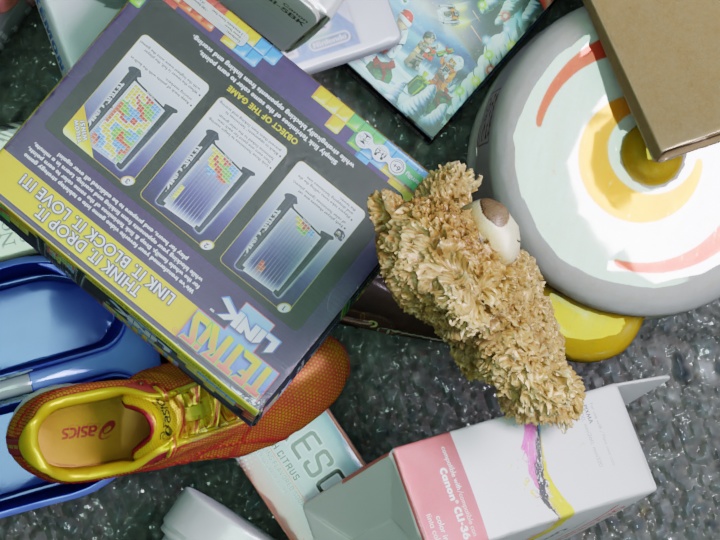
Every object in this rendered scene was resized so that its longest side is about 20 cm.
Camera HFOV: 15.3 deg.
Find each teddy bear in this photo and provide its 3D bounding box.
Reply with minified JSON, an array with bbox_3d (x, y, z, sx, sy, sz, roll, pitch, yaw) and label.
[{"bbox_3d":[0.073,0.013,1.406,0.066,0.200,0.146,-21,44,16],"label":"teddy bear"}]

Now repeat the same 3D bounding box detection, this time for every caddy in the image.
[{"bbox_3d":[-0.212,0.071,1.548,0.199,0.105,0.142,-16,90,-3],"label":"caddy"}]

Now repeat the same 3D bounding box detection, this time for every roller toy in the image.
[{"bbox_3d":[0.154,-0.062,1.544,0.199,0.140,0.183,-30,90,-5],"label":"roller toy"}]

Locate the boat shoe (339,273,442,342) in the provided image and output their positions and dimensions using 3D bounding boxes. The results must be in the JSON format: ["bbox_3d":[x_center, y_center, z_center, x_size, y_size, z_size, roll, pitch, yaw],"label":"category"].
[{"bbox_3d":[0.000,0.000,1.563,0.199,0.071,0.070,23,131,-26],"label":"boat shoe"}]

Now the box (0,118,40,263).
[{"bbox_3d":[-0.141,-0.060,1.573,0.199,0.068,0.083,-16,89,-3],"label":"box"}]

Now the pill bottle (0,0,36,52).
[{"bbox_3d":[-0.276,-0.127,1.550,0.110,0.111,0.200,36,88,0],"label":"pill bottle"}]

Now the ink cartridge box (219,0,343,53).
[{"bbox_3d":[-0.034,-0.247,1.509,0.147,0.083,0.200,38,70,-9],"label":"ink cartridge box"}]

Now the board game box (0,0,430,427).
[{"bbox_3d":[-0.083,-0.042,1.457,0.200,0.057,0.166,40,78,2],"label":"board game box"}]

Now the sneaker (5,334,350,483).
[{"bbox_3d":[-0.096,0.082,1.488,0.199,0.077,0.073,-17,99,-15],"label":"sneaker"}]

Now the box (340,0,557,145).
[{"bbox_3d":[0.013,-0.192,1.597,0.200,0.040,0.137,41,86,0],"label":"box"}]

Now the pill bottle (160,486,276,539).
[{"bbox_3d":[-0.120,0.231,1.543,0.111,0.111,0.201,32,88,-1],"label":"pill bottle"}]

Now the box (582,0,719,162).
[{"bbox_3d":[0.198,-0.174,1.494,0.163,0.021,0.201,-19,72,-11],"label":"box"}]

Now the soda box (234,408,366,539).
[{"bbox_3d":[-0.036,0.111,1.571,0.063,0.068,0.201,-33,90,-3],"label":"soda box"}]

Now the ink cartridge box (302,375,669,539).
[{"bbox_3d":[0.083,0.123,1.511,0.199,0.116,0.068,-14,77,-32],"label":"ink cartridge box"}]

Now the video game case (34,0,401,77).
[{"bbox_3d":[-0.095,-0.187,1.532,0.199,0.022,0.183,-19,87,-21],"label":"video game case"}]
